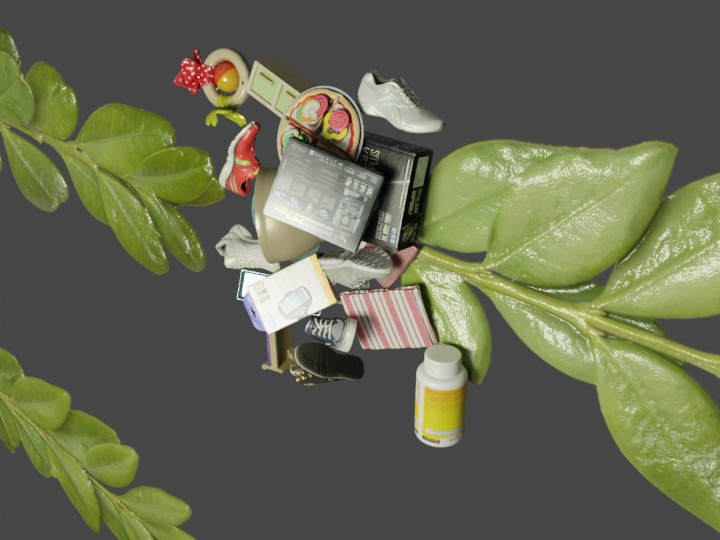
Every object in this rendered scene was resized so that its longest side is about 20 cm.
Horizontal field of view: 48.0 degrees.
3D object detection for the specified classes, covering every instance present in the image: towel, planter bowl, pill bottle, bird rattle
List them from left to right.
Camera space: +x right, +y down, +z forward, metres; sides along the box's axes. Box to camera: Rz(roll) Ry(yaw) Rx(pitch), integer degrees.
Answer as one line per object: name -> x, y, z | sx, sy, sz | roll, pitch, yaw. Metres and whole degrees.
bird rattle -> -0.303, -0.413, 1.773 | 0.163, 0.112, 0.201 | -37, 74, 29
planter bowl -> -0.130, -0.120, 1.682 | 0.133, 0.201, 0.202 | -4, 110, 7
towel -> 0.025, -0.072, 1.719 | 0.200, 0.023, 0.144 | 47, 131, 11
towel -> 0.061, 0.103, 1.753 | 0.198, 0.030, 0.148 | -6, 117, 34
pill bottle -> 0.170, 0.262, 1.709 | 0.108, 0.109, 0.202 | 15, 119, 29

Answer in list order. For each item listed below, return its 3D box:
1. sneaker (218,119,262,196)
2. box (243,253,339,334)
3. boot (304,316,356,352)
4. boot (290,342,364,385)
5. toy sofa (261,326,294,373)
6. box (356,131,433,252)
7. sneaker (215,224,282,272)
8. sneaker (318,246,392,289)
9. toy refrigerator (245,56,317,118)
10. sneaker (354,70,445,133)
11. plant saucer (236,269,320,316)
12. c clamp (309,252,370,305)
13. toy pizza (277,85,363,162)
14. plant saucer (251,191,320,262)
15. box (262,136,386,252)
sneaker -> -0.248, -0.250, 1.809 | 0.084, 0.077, 0.201 | 33, 134, 5
box -> -0.159, 0.056, 1.805 | 0.198, 0.041, 0.120 | -25, 89, 12
boot -> -0.068, 0.135, 1.774 | 0.089, 0.074, 0.200 | 16, 168, -9
boot -> -0.108, 0.218, 1.853 | 0.150, 0.199, 0.074 | -16, 67, 44
toy sofa -> -0.207, 0.135, 1.936 | 0.097, 0.083, 0.202 | 12, 117, 30
box -> 0.040, -0.159, 1.606 | 0.163, 0.086, 0.202 | 21, 111, 27
sneaker -> -0.260, -0.029, 1.864 | 0.199, 0.099, 0.078 | 26, 147, 43
sneaker -> 0.000, 0.000, 1.722 | 0.199, 0.075, 0.083 | 6, 124, 48
toy refrigerator -> -0.140, -0.355, 1.676 | 0.199, 0.070, 0.076 | 39, 128, 15
sneaker -> 0.076, -0.319, 1.540 | 0.199, 0.070, 0.081 | 27, 121, 24
plant saucer -> -0.180, 0.050, 1.835 | 0.198, 0.019, 0.071 | 11, 94, 7
c clamp -> -0.045, 0.049, 1.818 | 0.198, 0.027, 0.173 | 20, 121, 27
toy pizza -> -0.085, -0.263, 1.586 | 0.198, 0.032, 0.203 | -1, 88, 28
plant saucer -> -0.161, -0.118, 1.825 | 0.198, 0.027, 0.202 | 15, 118, 29
box -> -0.069, -0.145, 1.544 | 0.198, 0.051, 0.159 | 22, 103, 4
